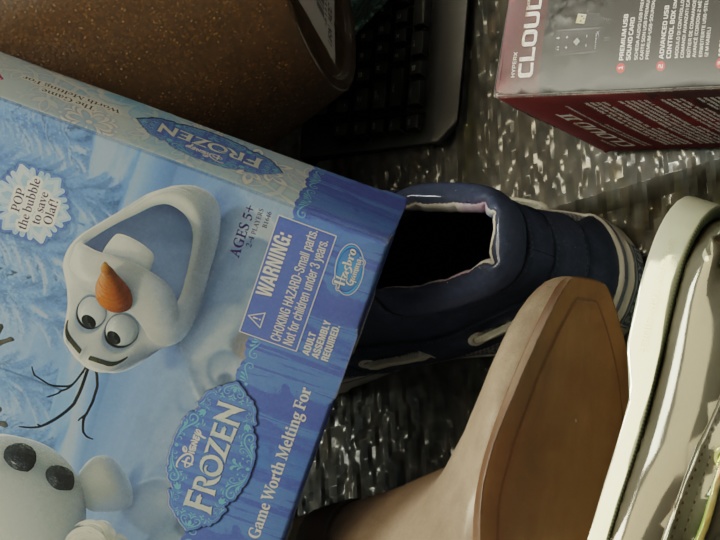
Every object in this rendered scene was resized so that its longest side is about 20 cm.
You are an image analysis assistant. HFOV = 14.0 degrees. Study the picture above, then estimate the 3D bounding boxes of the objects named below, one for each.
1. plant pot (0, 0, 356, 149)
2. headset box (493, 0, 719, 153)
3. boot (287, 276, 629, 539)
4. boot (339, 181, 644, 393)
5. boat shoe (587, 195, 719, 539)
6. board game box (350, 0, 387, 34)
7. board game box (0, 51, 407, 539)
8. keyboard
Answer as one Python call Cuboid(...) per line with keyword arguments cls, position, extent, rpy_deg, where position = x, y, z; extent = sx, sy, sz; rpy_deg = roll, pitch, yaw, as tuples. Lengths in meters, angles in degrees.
Cuboid(cls="plant pot", position=(-0.109, -0.086, 1.099), extent=(0.199, 0.187, 0.188), rpy_deg=(-15, 66, 14))
Cuboid(cls="headset box", position=(0.139, -0.122, 1.018), extent=(0.199, 0.077, 0.149), rpy_deg=(-1, 75, 40))
Cuboid(cls="boot", position=(0.021, 0.100, 1.039), extent=(0.146, 0.070, 0.201), rpy_deg=(1, 78, 53))
Cuboid(cls="boot", position=(0.000, 0.000, 1.083), extent=(0.199, 0.090, 0.073), rpy_deg=(-9, 71, 37))
Cuboid(cls="boat shoe", position=(0.115, 0.079, 0.977), extent=(0.060, 0.072, 0.203), rpy_deg=(11, 92, 24))
Cuboid(cls="board game box", position=(-0.023, -0.155, 1.167), extent=(0.200, 0.028, 0.135), rpy_deg=(-46, 53, 18))
Cuboid(cls="board game box", position=(-0.109, 0.034, 1.026), extent=(0.198, 0.043, 0.201), rpy_deg=(20, 115, 2))
Cuboid(cls="keyboard", position=(-0.007, -0.140, 1.181), extent=(0.127, 0.021, 0.201), rpy_deg=(-8, 71, 37))
